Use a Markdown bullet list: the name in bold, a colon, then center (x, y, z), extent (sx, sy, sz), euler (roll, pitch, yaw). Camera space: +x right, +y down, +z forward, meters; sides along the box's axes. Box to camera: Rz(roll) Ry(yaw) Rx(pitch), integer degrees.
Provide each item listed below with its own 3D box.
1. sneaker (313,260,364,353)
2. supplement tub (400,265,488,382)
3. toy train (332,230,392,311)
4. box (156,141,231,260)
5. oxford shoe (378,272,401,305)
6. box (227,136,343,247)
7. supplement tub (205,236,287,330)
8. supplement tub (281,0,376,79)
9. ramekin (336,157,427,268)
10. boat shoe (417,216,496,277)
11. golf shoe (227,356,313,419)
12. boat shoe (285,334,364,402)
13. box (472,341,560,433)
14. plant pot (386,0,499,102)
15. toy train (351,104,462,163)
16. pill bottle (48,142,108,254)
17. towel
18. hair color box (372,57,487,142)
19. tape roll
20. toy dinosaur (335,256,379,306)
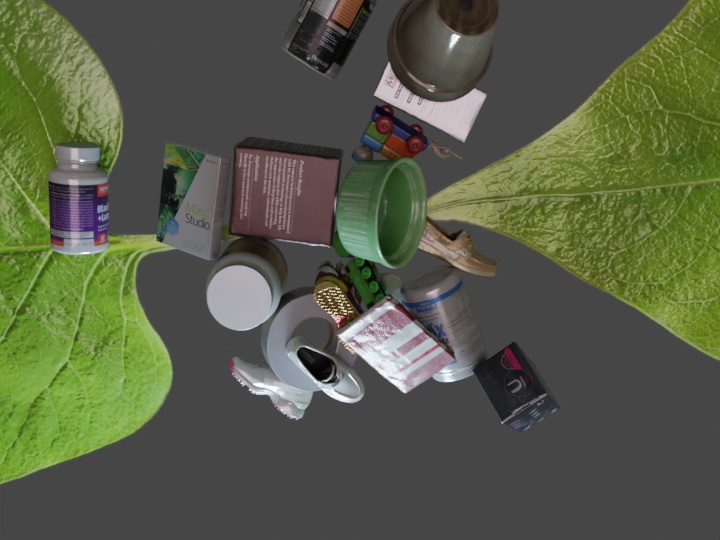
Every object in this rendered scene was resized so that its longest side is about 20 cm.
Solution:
- **sneaker**: center (-0.026, 0.071, 1.428), extent (0.074, 0.091, 0.202), euler (-18, 124, 14)
- **supplement tub**: center (0.170, 0.105, 1.477), extent (0.130, 0.132, 0.203), euler (-21, 103, 6)
- **toy train**: center (0.000, 0.000, 1.423), extent (0.056, 0.041, 0.202), euler (-39, 65, 27)
- **box**: center (-0.329, -0.137, 1.430), extent (0.142, 0.036, 0.204), euler (17, 105, 25)
- **oxford shoe**: center (0.047, 0.094, 1.516), extent (0.074, 0.057, 0.204), euler (-19, 120, -41)
- **box**: center (-0.139, -0.153, 1.389), extent (0.195, 0.164, 0.170), euler (7, 105, -2)
- **supplement tub**: center (-0.219, 0.023, 1.419), extent (0.141, 0.200, 0.148), euler (0, 105, 0)
- **supplement tub**: center (-0.050, -0.464, 1.327), extent (0.121, 0.123, 0.202), euler (30, 103, -8)
- **ramekin**: center (0.038, -0.110, 1.357), extent (0.096, 0.199, 0.205), euler (10, 108, 30)
- **boat shoe**: center (0.192, -0.051, 1.464), extent (0.197, 0.074, 0.070), euler (23, 108, -6)
- **golf shoe**: center (-0.186, 0.229, 1.549), extent (0.199, 0.075, 0.092), euler (36, 92, -15)
- **boat shoe**: center (-0.063, 0.201, 1.443), extent (0.072, 0.066, 0.200), euler (-47, 111, -6)
- **box**: center (0.315, 0.239, 1.465), extent (0.105, 0.200, 0.124), euler (-34, 64, 9)
- **plant pot**: center (0.157, -0.422, 1.276), extent (0.195, 0.174, 0.205), euler (2, 81, -10)
- **toy train**: center (0.087, -0.221, 1.421), extent (0.198, 0.085, 0.116), euler (30, 117, -12)
- **pill bottle**: center (-0.547, -0.142, 1.421), extent (0.109, 0.112, 0.205), euler (4, 106, -1)
- **towel**: center (0.070, 0.145, 1.408), extent (0.143, 0.023, 0.200), euler (-37, 114, 26)
- **hair color box**: center (0.130, -0.334, 1.393), extent (0.197, 0.061, 0.101), euler (25, 102, -7)
- **tape roll**: center (-0.101, 0.139, 1.489), extent (0.196, 0.066, 0.205), euler (-4, 102, -19)
- **toy dinosaur**: center (-0.002, 0.019, 1.462), extent (0.058, 0.100, 0.204), euler (11, 102, -45)
